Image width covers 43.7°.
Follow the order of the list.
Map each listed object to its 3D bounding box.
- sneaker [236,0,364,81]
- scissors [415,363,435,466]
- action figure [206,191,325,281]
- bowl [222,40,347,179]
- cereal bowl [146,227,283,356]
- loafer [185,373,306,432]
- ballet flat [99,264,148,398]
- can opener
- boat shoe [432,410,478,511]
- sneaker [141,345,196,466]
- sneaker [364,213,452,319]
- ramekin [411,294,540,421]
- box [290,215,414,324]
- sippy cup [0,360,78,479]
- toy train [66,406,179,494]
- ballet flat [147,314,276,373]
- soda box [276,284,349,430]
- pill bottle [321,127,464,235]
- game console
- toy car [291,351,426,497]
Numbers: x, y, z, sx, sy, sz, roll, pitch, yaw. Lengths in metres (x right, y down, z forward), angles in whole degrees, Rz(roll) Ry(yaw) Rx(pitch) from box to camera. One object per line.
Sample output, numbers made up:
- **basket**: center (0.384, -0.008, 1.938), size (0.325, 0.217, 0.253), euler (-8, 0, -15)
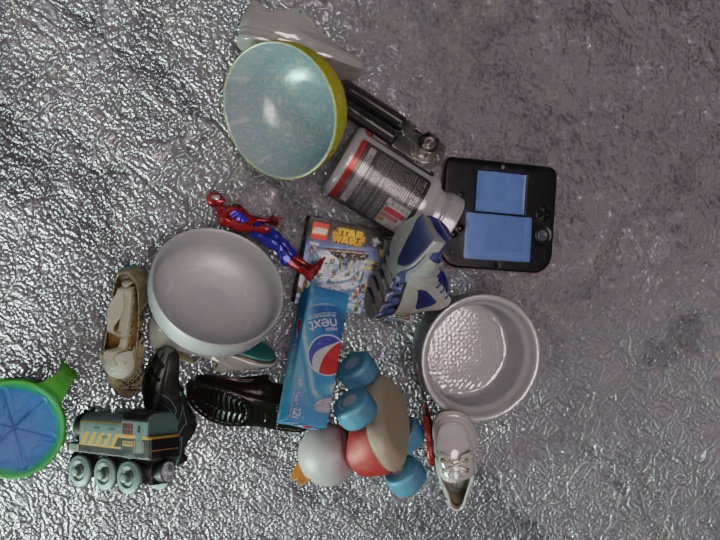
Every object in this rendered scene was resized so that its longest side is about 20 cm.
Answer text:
- **sneaker**: center (-0.082, -0.351, 1.352), size (0.199, 0.075, 0.089), euler (15, 72, -18)
- **scissors**: center (0.102, 0.220, 1.426), size (0.014, 0.073, 0.201), euler (-7, 112, 10)
- **action figure**: center (-0.145, -0.058, 1.344), size (0.199, 0.065, 0.052), euler (31, 111, 2)
- **bowl**: center (-0.092, -0.243, 1.322), size (0.108, 0.199, 0.201), euler (-32, 106, -54)
- **cereal bowl**: center (-0.216, 0.041, 1.313), size (0.199, 0.083, 0.201), euler (12, 53, -17)
- **loafer**: center (-0.167, 0.196, 1.378), size (0.199, 0.071, 0.073), euler (14, 124, -3)
- **ballet flat**: center (-0.350, 0.091, 1.310), size (0.067, 0.075, 0.201), euler (7, 94, 8)
- **can opener**: center (0.044, -0.220, 1.406), size (0.200, 0.067, 0.053), euler (33, 82, -2)
- **boat shoe**: center (0.153, 0.305, 1.419), size (0.070, 0.069, 0.201), euler (-4, 129, 12)
- **sneaker**: center (-0.287, 0.206, 1.344), size (0.079, 0.075, 0.201), euler (3, 108, -27)
- **sneaker**: center (0.095, 0.001, 1.354), size (0.115, 0.081, 0.200), euler (6, 137, -28)
- **ramekin**: center (0.178, 0.133, 1.443), size (0.199, 0.098, 0.202), euler (-1, 95, -14)
- **box**: center (0.000, 0.000, 1.414), size (0.199, 0.040, 0.138), euler (11, 93, -15)
- **sippy cup**: center (-0.479, 0.207, 1.258), size (0.177, 0.130, 0.140), euler (-9, 96, -14)
- **toy train**: center (-0.340, 0.253, 1.282), size (0.085, 0.199, 0.115), euler (10, 80, -55)
- **ballet flat**: center (-0.227, 0.118, 1.359), size (0.199, 0.069, 0.070), euler (21, 89, -12)
- **soda box**: center (-0.070, 0.129, 1.323), size (0.064, 0.068, 0.201), euler (13, 73, -14)
- **pill bottle**: center (0.051, -0.119, 1.369), size (0.199, 0.116, 0.116), euler (32, 86, -8)
- **game console**: center (0.225, -0.089, 1.471), size (0.199, 0.031, 0.178), euler (4, 94, -16)
- **toy car**: center (-0.028, 0.262, 1.393), size (0.199, 0.177, 0.185), euler (-26, 117, 17)
